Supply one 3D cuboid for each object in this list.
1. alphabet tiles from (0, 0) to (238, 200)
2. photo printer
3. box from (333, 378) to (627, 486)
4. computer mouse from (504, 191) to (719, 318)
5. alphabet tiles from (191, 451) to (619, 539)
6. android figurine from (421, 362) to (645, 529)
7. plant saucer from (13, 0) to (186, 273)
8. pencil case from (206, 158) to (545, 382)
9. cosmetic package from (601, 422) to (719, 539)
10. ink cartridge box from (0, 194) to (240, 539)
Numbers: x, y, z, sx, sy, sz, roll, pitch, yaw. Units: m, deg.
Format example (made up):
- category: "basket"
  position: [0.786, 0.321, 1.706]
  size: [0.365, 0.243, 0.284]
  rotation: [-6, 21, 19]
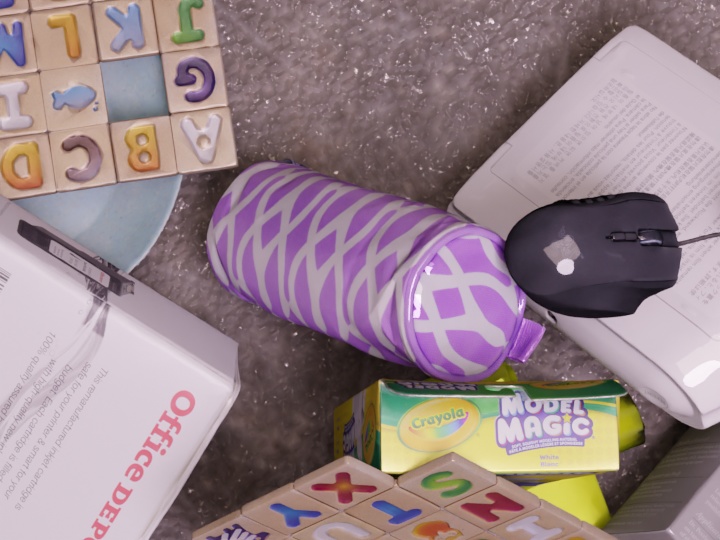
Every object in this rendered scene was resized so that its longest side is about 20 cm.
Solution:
- category: "alphabet tiles"
  position: [-0.176, -0.124, 1.105]
  size: [0.198, 0.008, 0.169]
  rotation: [-9, 83, -6]
- category: "photo printer"
  position: [0.169, -0.021, 1.092]
  size: [0.166, 0.070, 0.200]
  rotation: [-45, 59, -13]
- category: "box"
  position: [0.055, 0.080, 0.998]
  size: [0.116, 0.200, 0.049]
  rotation: [0, 80, -7]
- category: "computer mouse"
  position: [0.163, -0.016, 0.993]
  size: [0.198, 0.034, 0.059]
  rotation: [-8, 77, -20]
- category: "alphabet tiles"
  position: [0.022, 0.141, 0.987]
  size: [0.166, 0.199, 0.006]
  rotation: [-29, 50, 31]
- category: "android figurine"
  position: [0.071, 0.143, 1.111]
  size: [0.198, 0.041, 0.184]
  rotation: [-21, 84, -9]
- category: "plant saucer"
  position: [-0.195, -0.068, 1.119]
  size: [0.199, 0.039, 0.203]
  rotation: [1, 81, -6]
- category: "pencil case"
  position: [0.000, 0.000, 1.046]
  size: [0.085, 0.199, 0.084]
  rotation: [43, 78, -35]
- category: "cosmetic package"
  position: [0.235, 0.106, 1.090]
  size: [0.200, 0.090, 0.107]
  rotation: [-44, 98, -23]
- category: "ink cartridge box"
  position: [-0.179, 0.056, 1.049]
  size: [0.199, 0.083, 0.146]
  rotation: [32, 99, -8]
